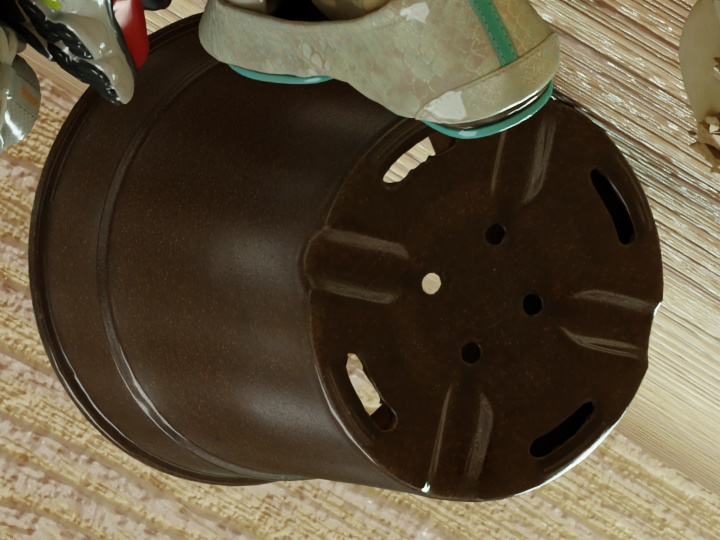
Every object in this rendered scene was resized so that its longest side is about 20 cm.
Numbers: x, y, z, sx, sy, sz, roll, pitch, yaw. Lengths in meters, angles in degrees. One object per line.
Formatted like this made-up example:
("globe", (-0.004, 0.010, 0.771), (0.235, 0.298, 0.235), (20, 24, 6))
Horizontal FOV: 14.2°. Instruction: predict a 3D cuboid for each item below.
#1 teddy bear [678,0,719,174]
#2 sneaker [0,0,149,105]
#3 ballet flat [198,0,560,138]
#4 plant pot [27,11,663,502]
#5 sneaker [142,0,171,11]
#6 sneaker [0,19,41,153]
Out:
("teddy bear", (0.147, -0.009, 0.602), (0.200, 0.067, 0.145), (39, 170, 19))
("sneaker", (-0.084, -0.117, 0.904), (0.077, 0.085, 0.200), (36, 167, 10))
("ballet flat", (-0.001, -0.091, 0.902), (0.200, 0.067, 0.062), (22, 141, 58))
("plant pot", (0.000, 0.000, 1.108), (0.200, 0.200, 0.198), (34, 170, -27))
("sneaker", (-0.107, -0.143, 1.091), (0.115, 0.076, 0.200), (21, -178, -8))
("sneaker", (-0.133, -0.071, 0.884), (0.092, 0.076, 0.200), (20, 170, -19))
